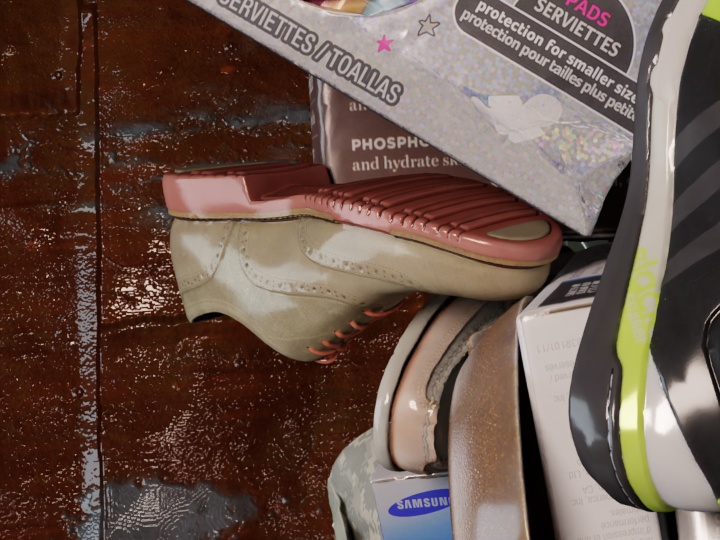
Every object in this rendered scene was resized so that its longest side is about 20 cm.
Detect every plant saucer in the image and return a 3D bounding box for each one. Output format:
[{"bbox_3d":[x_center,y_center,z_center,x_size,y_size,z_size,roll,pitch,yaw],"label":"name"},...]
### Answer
[{"bbox_3d":[0.061,0.111,0.734,0.200,0.032,0.202,-9,-90,-80],"label":"plant saucer"}]

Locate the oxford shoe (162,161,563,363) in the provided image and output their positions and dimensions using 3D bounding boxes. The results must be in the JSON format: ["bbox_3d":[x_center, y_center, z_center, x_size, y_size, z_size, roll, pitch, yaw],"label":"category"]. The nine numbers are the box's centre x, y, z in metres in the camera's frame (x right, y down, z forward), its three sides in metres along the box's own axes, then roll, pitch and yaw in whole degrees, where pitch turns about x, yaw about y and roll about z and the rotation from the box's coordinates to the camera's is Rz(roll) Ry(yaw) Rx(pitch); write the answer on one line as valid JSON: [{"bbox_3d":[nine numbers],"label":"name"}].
[{"bbox_3d":[0.000,0.000,0.816,0.199,0.070,0.075,9,104,48],"label":"oxford shoe"}]

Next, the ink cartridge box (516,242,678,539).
[{"bbox_3d":[0.102,0.098,0.766,0.198,0.047,0.202,-32,-69,-78],"label":"ink cartridge box"}]

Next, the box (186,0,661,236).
[{"bbox_3d":[0.027,-0.114,0.781,0.115,0.199,0.132,-60,-2,6],"label":"box"}]

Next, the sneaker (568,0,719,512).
[{"bbox_3d":[0.127,-0.013,0.637,0.072,0.082,0.202,35,-116,-52],"label":"sneaker"}]

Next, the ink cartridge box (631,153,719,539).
[{"bbox_3d":[0.143,0.053,0.777,0.200,0.050,0.164,34,-131,-70],"label":"ink cartridge box"}]

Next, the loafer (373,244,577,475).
[{"bbox_3d":[0.071,0.034,0.867,0.200,0.062,0.073,-33,-49,-60],"label":"loafer"}]

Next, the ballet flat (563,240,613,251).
[{"bbox_3d":[0.112,-0.031,1.089,0.201,0.067,0.073,88,157,-46],"label":"ballet flat"}]

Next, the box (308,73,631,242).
[{"bbox_3d":[0.056,-0.113,0.942,0.166,0.163,0.202,-129,35,-87],"label":"box"}]

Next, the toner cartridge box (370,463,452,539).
[{"bbox_3d":[0.075,0.067,0.942,0.200,0.094,0.044,-56,-45,-66],"label":"toner cartridge box"}]

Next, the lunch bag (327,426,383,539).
[{"bbox_3d":[0.070,0.153,1.033,0.201,0.166,0.140,-96,3,-58],"label":"lunch bag"}]
